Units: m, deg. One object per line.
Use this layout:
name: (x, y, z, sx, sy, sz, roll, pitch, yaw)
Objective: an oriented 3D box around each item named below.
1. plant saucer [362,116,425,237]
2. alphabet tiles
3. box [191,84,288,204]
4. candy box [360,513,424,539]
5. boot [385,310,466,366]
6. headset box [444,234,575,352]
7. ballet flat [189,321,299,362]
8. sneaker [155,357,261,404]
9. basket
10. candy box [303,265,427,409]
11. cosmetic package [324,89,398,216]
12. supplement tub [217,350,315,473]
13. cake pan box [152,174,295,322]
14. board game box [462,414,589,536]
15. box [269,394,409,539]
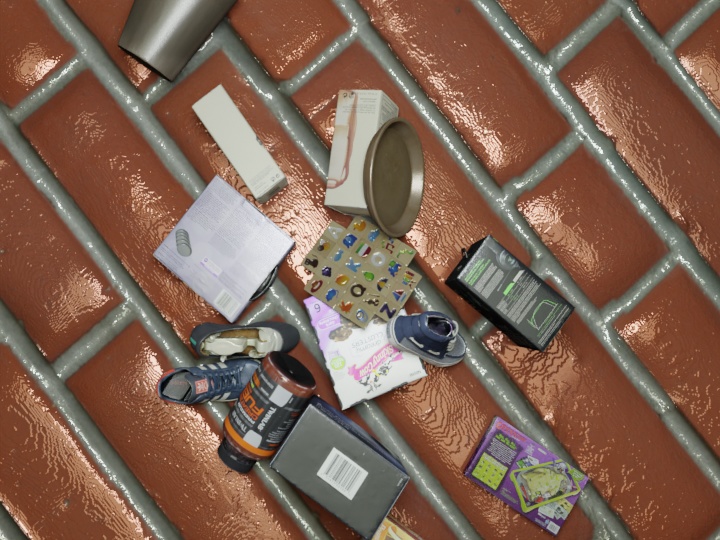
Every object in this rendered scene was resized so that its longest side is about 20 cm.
plant saucer: (0.058, -0.161, 1.283, 0.029, 0.199, 0.206, 6, 86, 31)
alphabet tiles: (0.000, 0.000, 1.285, 0.197, 0.006, 0.168, 31, 75, 18)
box: (-0.212, -0.222, 1.322, 0.068, 0.082, 0.202, -35, 89, -2)
candy box: (0.027, 0.538, 1.294, 0.114, 0.055, 0.202, 35, 86, 1)
boot: (0.138, 0.116, 1.253, 0.197, 0.089, 0.075, 16, 67, -43)
headset box: (0.243, 0.036, 1.270, 0.199, 0.174, 0.093, 40, 87, 3)
ballet flat: (-0.196, 0.127, 1.285, 0.194, 0.073, 0.075, 3, 86, -17)
sneaker: (-0.263, 0.198, 1.294, 0.194, 0.085, 0.077, -11, 87, -2)
basket: (-0.330, -0.452, 1.311, 0.178, 0.136, 0.203, 30, 90, 5)
candy box: (0.009, 0.119, 1.310, 0.164, 0.072, 0.205, -21, 86, -3)
cosmetic package: (0.003, -0.204, 1.306, 0.085, 0.103, 0.206, 6, 85, 21)
supplement tub: (-0.167, 0.247, 1.272, 0.106, 0.107, 0.202, 34, 101, 1)
cake pan box: (-0.238, -0.036, 1.326, 0.199, 0.052, 0.186, 38, 89, 1)
board game box: (0.295, 0.365, 1.324, 0.198, 0.032, 0.122, 34, 91, 0)
box: (-0.035, 0.316, 1.234, 0.198, 0.198, 0.125, 36, 84, 1)
